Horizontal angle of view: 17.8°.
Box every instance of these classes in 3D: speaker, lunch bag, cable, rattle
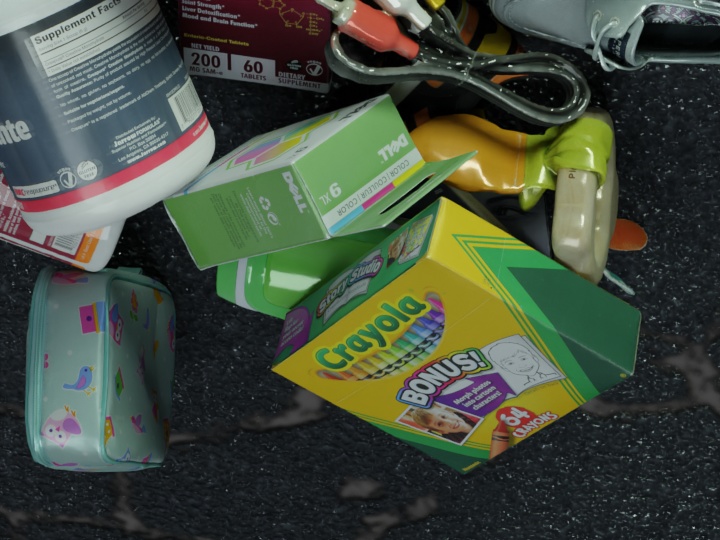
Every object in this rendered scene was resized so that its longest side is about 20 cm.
[{"bbox_3d":[0.000,0.000,1.657,0.198,0.089,0.089,10,140,3],"label":"speaker"},{"bbox_3d":[-0.199,0.074,1.772,0.076,0.162,0.200,-1,175,9],"label":"lunch bag"},{"bbox_3d":[0.058,-0.142,1.492,0.199,0.098,0.050,31,160,-8],"label":"cable"},{"bbox_3d":[0.123,-0.041,1.618,0.142,0.131,0.200,-12,172,9],"label":"rattle"}]

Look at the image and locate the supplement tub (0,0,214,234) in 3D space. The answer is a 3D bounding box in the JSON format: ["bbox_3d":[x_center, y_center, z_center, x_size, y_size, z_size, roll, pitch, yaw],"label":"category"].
[{"bbox_3d":[-0.193,-0.138,1.516,0.139,0.140,0.201,-14,109,27],"label":"supplement tub"}]

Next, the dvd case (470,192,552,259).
[{"bbox_3d":[0.070,-0.027,1.733,0.147,0.016,0.201,2,138,12],"label":"dvd case"}]

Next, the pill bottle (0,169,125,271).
[{"bbox_3d":[-0.264,-0.081,1.675,0.199,0.110,0.110,20,139,-11],"label":"pill bottle"}]

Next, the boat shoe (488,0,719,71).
[{"bbox_3d":[0.179,-0.168,1.501,0.199,0.072,0.070,2,139,13],"label":"boat shoe"}]

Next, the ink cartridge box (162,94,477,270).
[{"bbox_3d":[-0.030,-0.062,1.528,0.199,0.104,0.060,-12,109,49],"label":"ink cartridge box"}]

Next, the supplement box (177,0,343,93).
[{"bbox_3d":[-0.065,-0.213,1.515,0.108,0.061,0.201,8,139,5],"label":"supplement box"}]

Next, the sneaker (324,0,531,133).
[{"bbox_3d":[0.039,-0.106,1.604,0.090,0.070,0.200,30,133,-18],"label":"sneaker"}]

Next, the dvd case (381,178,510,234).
[{"bbox_3d":[0.067,0.014,1.744,0.148,0.016,0.200,-24,129,34],"label":"dvd case"}]

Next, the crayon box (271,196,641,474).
[{"bbox_3d":[0.063,0.050,1.582,0.172,0.059,0.200,28,142,-21],"label":"crayon box"}]
